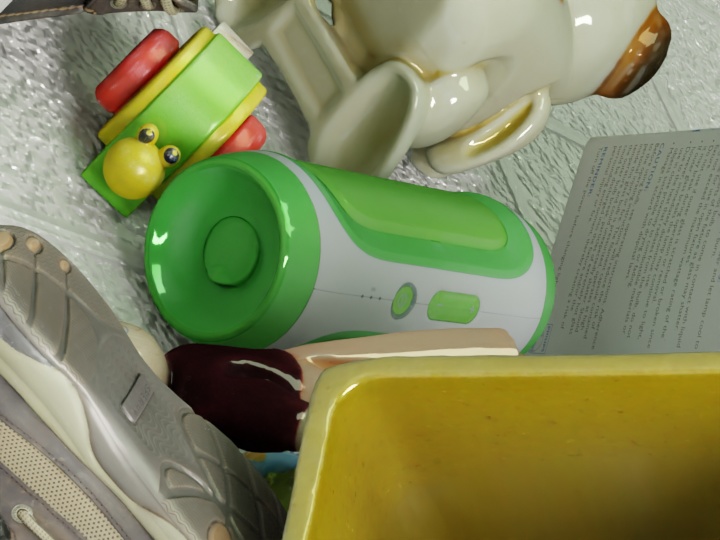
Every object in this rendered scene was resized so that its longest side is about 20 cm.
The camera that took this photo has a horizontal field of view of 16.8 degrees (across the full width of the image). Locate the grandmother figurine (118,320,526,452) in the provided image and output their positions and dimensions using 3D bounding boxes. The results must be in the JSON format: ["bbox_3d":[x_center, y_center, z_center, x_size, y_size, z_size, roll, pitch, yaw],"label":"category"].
[{"bbox_3d":[-0.029,0.044,0.877,0.199,0.121,0.061,6,85,-22],"label":"grandmother figurine"}]

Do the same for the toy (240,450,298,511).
[{"bbox_3d":[-0.005,0.110,0.905,0.115,0.047,0.200,37,29,-27],"label":"toy"}]

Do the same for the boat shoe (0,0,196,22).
[{"bbox_3d":[-0.088,-0.144,0.990,0.200,0.075,0.073,-29,50,-34],"label":"boat shoe"}]

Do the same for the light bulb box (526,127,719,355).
[{"bbox_3d":[0.217,0.022,1.139,0.198,0.125,0.200,21,-9,-26],"label":"light bulb box"}]

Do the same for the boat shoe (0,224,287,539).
[{"bbox_3d":[-0.082,0.079,0.798,0.200,0.073,0.075,53,20,-5],"label":"boat shoe"}]

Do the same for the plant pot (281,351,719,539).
[{"bbox_3d":[0.086,0.164,0.780,0.200,0.194,0.196,68,26,-47],"label":"plant pot"}]

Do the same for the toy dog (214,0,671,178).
[{"bbox_3d":[0.059,-0.132,1.179,0.200,0.194,0.140,-5,50,-50],"label":"toy dog"}]

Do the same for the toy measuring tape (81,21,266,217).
[{"bbox_3d":[-0.064,-0.081,1.042,0.074,0.074,0.200,46,26,-8],"label":"toy measuring tape"}]

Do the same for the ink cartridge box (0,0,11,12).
[{"bbox_3d":[-0.164,-0.161,0.838,0.146,0.200,0.084,56,27,11],"label":"ink cartridge box"}]

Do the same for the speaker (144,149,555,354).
[{"bbox_3d":[0.000,0.000,1.019,0.200,0.088,0.089,8,48,-54],"label":"speaker"}]
